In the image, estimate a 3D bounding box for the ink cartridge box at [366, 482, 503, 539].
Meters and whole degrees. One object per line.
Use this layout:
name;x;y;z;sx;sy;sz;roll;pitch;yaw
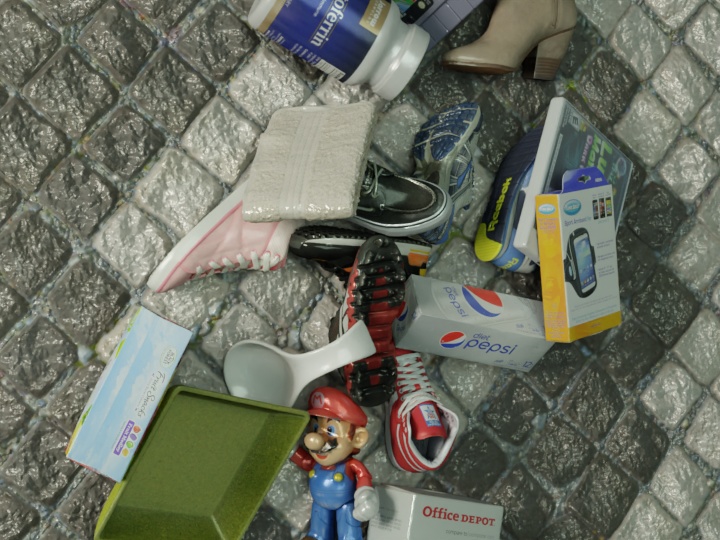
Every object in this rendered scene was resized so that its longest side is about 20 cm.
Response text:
ink cartridge box;0.078;0.363;1.468;0.145;0.082;0.202;14;81;-34

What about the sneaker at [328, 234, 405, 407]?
sneaker;0.004;0.050;1.439;0.070;0.098;0.203;-5;111;-24

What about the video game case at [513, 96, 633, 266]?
video game case;0.271;-0.086;1.566;0.181;0.023;0.202;32;68;-42

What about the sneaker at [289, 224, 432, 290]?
sneaker;0.000;0.000;1.474;0.198;0.070;0.091;4;99;-39

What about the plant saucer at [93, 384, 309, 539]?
plant saucer;-0.179;0.213;1.373;0.199;0.048;0.201;19;106;-44

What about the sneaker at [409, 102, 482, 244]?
sneaker;0.106;-0.119;1.544;0.085;0.076;0.201;49;57;-39

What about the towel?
towel;-0.055;-0.128;1.425;0.131;0.035;0.201;-3;42;13

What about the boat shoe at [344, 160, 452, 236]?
boat shoe;0.007;-0.091;1.451;0.198;0.071;0.073;8;63;19

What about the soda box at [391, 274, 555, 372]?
soda box;0.135;0.065;1.510;0.198;0.068;0.064;12;45;-26

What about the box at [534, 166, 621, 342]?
box;0.265;-0.022;1.520;0.118;0.041;0.203;-12;97;-46

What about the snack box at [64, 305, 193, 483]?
snack box;-0.250;0.132;1.330;0.067;0.200;0.170;27;79;-11

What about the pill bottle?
pill bottle;-0.024;-0.293;1.485;0.199;0.116;0.117;29;77;-15

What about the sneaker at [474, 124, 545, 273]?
sneaker;0.213;-0.089;1.575;0.082;0.074;0.202;28;78;-24

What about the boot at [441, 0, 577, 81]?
boot;0.190;-0.320;1.574;0.198;0.070;0.148;0;97;-36

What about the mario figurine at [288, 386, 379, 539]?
mario figurine;-0.044;0.236;1.441;0.122;0.106;0.203;-1;91;-6

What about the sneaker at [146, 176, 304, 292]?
sneaker;-0.146;-0.021;1.443;0.200;0.075;0.105;-44;94;-21

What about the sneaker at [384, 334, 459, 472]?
sneaker;0.061;0.141;1.482;0.070;0.112;0.202;-11;89;-19

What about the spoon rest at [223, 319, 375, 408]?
spoon rest;-0.079;0.110;1.410;0.061;0.199;0.100;-31;96;-58

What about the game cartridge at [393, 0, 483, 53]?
game cartridge;0.058;-0.380;1.529;0.129;0.038;0.200;-41;98;14
